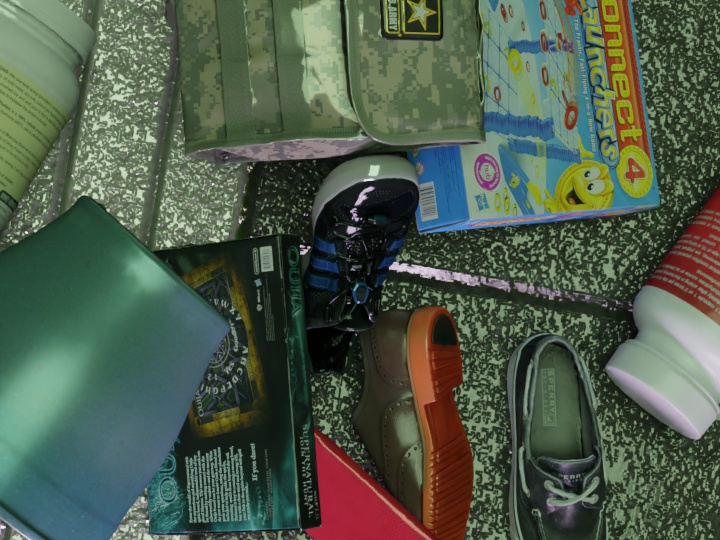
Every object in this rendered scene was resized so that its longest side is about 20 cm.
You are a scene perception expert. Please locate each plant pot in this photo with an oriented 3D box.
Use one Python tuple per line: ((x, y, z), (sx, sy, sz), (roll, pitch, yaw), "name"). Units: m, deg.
((-0.192, 0.063, 1.404), (0.200, 0.200, 0.188), (42, 86, -3), "plant pot")

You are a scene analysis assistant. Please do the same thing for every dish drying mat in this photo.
((0.019, 0.195, 1.488), (0.200, 0.077, 0.018), (43, 39, 7), "dish drying mat")

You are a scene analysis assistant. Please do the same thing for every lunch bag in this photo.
((-0.015, -0.157, 1.381), (0.198, 0.118, 0.166), (-4, 88, 10), "lunch bag")

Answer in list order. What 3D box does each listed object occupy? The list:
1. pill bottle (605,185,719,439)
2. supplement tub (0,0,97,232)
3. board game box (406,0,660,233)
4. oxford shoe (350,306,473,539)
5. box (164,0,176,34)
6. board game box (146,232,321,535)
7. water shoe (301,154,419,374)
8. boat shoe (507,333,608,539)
((0.268, 0.017, 1.521), (0.112, 0.112, 0.200), (39, 82, -3), "pill bottle")
((-0.281, -0.105, 1.439), (0.144, 0.145, 0.201), (31, 83, -5), "supplement tub")
((0.114, -0.133, 1.491), (0.195, 0.056, 0.202), (-6, 87, -41), "board game box")
((0.035, 0.126, 1.516), (0.072, 0.071, 0.202), (-1, 94, 27), "oxford shoe")
((-0.039, -0.217, 1.507), (0.200, 0.095, 0.078), (-38, 91, -7), "box")
((-0.095, 0.081, 1.471), (0.134, 0.028, 0.202), (-6, 86, 33), "board game box")
((0.000, 0.000, 1.445), (0.071, 0.200, 0.079), (-3, 58, -19), "water shoe")
((0.145, 0.145, 1.517), (0.071, 0.068, 0.202), (-3, 86, -8), "boat shoe")
